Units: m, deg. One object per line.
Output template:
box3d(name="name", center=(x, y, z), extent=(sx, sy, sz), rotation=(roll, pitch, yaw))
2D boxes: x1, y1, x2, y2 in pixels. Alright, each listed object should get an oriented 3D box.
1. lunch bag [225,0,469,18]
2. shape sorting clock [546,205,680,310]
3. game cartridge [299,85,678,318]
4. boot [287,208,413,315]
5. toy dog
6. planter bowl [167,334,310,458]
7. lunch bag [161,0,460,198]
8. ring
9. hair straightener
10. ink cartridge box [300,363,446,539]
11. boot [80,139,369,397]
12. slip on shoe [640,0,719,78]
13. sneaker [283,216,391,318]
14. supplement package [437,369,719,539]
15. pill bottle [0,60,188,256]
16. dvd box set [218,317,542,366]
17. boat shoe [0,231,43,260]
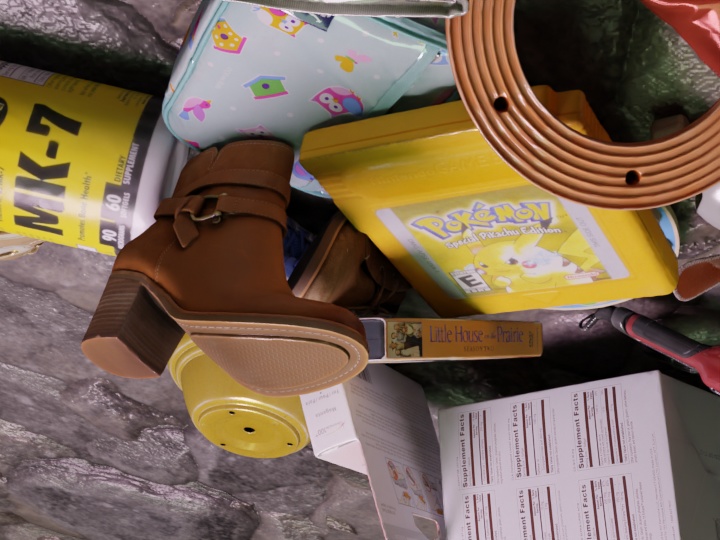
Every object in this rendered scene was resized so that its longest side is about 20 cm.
box3d(name="lunch bag", center=(-0.044, -0.212, 0.567), extent=(0.200, 0.164, 0.118), rotation=(3, 150, 11))
box3d(name="shape sorting clock", center=(0.127, -0.026, 0.896), extent=(0.200, 0.039, 0.200), rotation=(8, 145, 5))
box3d(name="game cartridge", center=(0.085, -0.034, 0.776), extent=(0.176, 0.032, 0.200), rotation=(-8, 148, 29))
box3d(name="boot", center=(0.000, 0.000, 0.839), extent=(0.075, 0.200, 0.074), rotation=(41, 109, 2))
box3d(name="toy dog", center=(0.259, -0.022, 0.812), extent=(0.132, 0.096, 0.200), rotation=(-24, 133, 40))
box3d(name="planter bowl", center=(-0.093, 0.112, 1.117), extent=(0.200, 0.084, 0.200), rotation=(8, 146, 6))
box3d(name="lunch bag", center=(-0.023, -0.126, 0.756), extent=(0.160, 0.077, 0.200), rotation=(23, 149, -16))
box3d(name="ring", center=(0.141, -0.132, 0.649), extent=(0.200, 0.201, 0.019), rotation=(20, -171, -12))
box3d(name="hair straightener", center=(0.256, 0.074, 0.940), extent=(0.200, 0.041, 0.077), rotation=(22, 174, 34))
box3d(name="ink cartridge box", center=(0.021, 0.158, 1.024), extent=(0.044, 0.174, 0.200), rotation=(-23, 155, 17))
box3d(name="boot", center=(-0.064, -0.011, 0.733), extent=(0.200, 0.155, 0.074), rotation=(3, 144, 31))
box3d(name="slip on shoe", center=(0.221, -0.131, 0.698), extent=(0.200, 0.061, 0.074), rotation=(31, 142, -23))
box3d(name="sneaker", center=(-0.043, -0.006, 0.953), extent=(0.077, 0.076, 0.200), rotation=(-15, 148, 23))
box3d(name="supplement package", center=(0.199, 0.183, 1.035), extent=(0.200, 0.147, 0.191), rotation=(-15, 158, 33))
box3d(name="pill bottle", center=(-0.225, -0.080, 0.852), extent=(0.200, 0.114, 0.114), rotation=(12, 146, -2))
box3d(name="dvd box set", center=(0.018, 0.052, 0.885), extent=(0.146, 0.029, 0.200), rotation=(-6, 174, 36))
box3d(name="boat shoe", center=(-0.280, -0.043, 0.970), extent=(0.200, 0.074, 0.066), rotation=(-6, 155, 26))
